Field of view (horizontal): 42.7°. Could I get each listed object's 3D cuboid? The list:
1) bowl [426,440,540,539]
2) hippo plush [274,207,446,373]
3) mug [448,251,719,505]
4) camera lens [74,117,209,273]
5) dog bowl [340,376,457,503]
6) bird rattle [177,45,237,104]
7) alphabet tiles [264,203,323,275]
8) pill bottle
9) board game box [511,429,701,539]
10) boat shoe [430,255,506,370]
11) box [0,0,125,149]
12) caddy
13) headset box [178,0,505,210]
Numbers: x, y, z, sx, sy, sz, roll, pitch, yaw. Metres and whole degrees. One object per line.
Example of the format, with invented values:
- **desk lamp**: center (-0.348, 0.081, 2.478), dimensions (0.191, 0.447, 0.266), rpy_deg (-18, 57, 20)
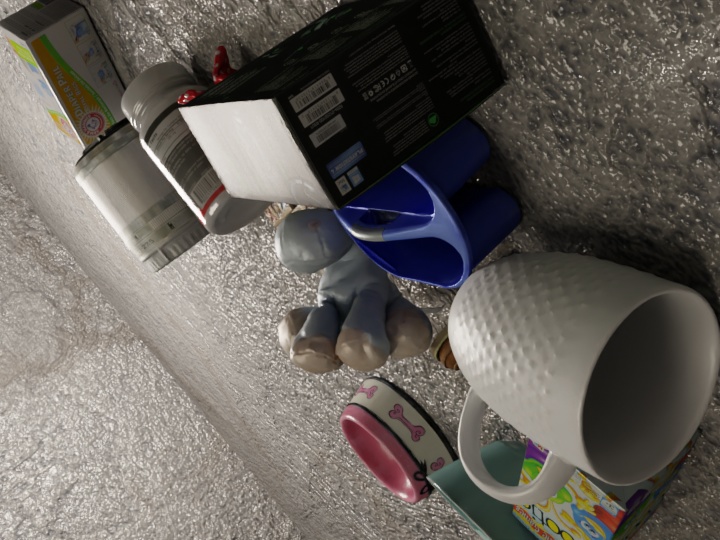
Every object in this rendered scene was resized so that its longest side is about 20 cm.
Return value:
- **bowl**: center (0.180, 0.268, 1.026), dimensions (0.201, 0.105, 0.201), rpy_deg (46, 173, 7)
- **hippo plush**: center (0.000, 0.000, 0.934), dimensions (0.159, 0.200, 0.161), rpy_deg (11, 117, 53)
- **mug**: center (0.143, 0.082, 0.703), dimensions (0.148, 0.200, 0.175), rpy_deg (28, 179, -37)
- **camera lens**: center (-0.301, -0.118, 1.339), dimensions (0.200, 0.160, 0.160), rpy_deg (54, 159, -7)
- **dog bowl**: center (0.050, 0.256, 1.353), dimensions (0.200, 0.074, 0.200), rpy_deg (42, 157, 23)
- **bird rattle**: center (-0.107, -0.141, 0.996), dimensions (0.200, 0.113, 0.163), rpy_deg (31, 169, 48)
- **alphabet tiles**: center (-0.070, -0.049, 1.190), dimensions (0.200, 0.008, 0.167), rpy_deg (53, 159, -3)
- **pill bottle**: center (-0.197, -0.152, 1.127), dimensions (0.200, 0.114, 0.114), rpy_deg (50, 160, 14)
- **board game box**: center (0.219, 0.191, 0.853), dimensions (0.105, 0.103, 0.200), rpy_deg (40, 157, 27)
- **boat shoe**: center (0.121, 0.063, 0.888), dimensions (0.068, 0.072, 0.200), rpy_deg (46, 159, 14)
- **box**: center (-0.446, -0.304, 1.413), dimensions (0.112, 0.101, 0.200), rpy_deg (33, 153, 41)
- **caddy**: center (0.041, -0.058, 0.804), dimensions (0.200, 0.105, 0.142), rpy_deg (12, 136, 59)
- **headset box**: center (-0.024, -0.135, 0.715), dimensions (0.200, 0.174, 0.093), rpy_deg (12, 136, 58)
